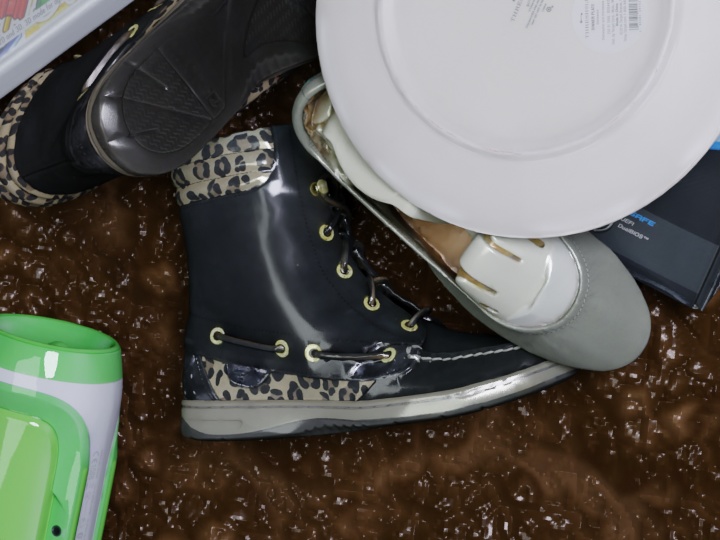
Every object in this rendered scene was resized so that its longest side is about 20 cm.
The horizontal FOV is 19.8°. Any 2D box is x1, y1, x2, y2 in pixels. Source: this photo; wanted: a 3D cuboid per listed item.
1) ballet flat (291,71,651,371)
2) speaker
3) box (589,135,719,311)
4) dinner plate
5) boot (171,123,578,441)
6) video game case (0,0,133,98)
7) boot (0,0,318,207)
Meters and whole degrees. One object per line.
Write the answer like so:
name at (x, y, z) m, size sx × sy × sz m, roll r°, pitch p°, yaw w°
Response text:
ballet flat at (0.046, -0.020, 0.952) m, size 0.200 × 0.064 × 0.068 m, roll 42°, pitch 110°, yaw 9°
speaker at (-0.179, 0.129, 1.075) m, size 0.088 × 0.088 × 0.201 m, roll 15°, pitch 98°, yaw 16°
box at (0.105, -0.095, 0.960) m, size 0.199 × 0.046 × 0.160 m, roll 29°, pitch 124°, yaw 14°
dinner plate at (0.073, -0.115, 0.900) m, size 0.199 × 0.024 × 0.202 m, roll 0°, pitch 89°, yaw 14°
boot at (-0.001, 0.000, 1.016) m, size 0.202 × 0.073 × 0.155 m, roll -8°, pitch 88°, yaw 15°
video game case at (-0.174, -0.192, 1.051) m, size 0.199 × 0.023 × 0.183 m, roll -33°, pitch 64°, yaw 18°
boot at (-0.090, -0.103, 1.019) m, size 0.073 × 0.200 × 0.150 m, roll 52°, pitch 146°, yaw -16°
